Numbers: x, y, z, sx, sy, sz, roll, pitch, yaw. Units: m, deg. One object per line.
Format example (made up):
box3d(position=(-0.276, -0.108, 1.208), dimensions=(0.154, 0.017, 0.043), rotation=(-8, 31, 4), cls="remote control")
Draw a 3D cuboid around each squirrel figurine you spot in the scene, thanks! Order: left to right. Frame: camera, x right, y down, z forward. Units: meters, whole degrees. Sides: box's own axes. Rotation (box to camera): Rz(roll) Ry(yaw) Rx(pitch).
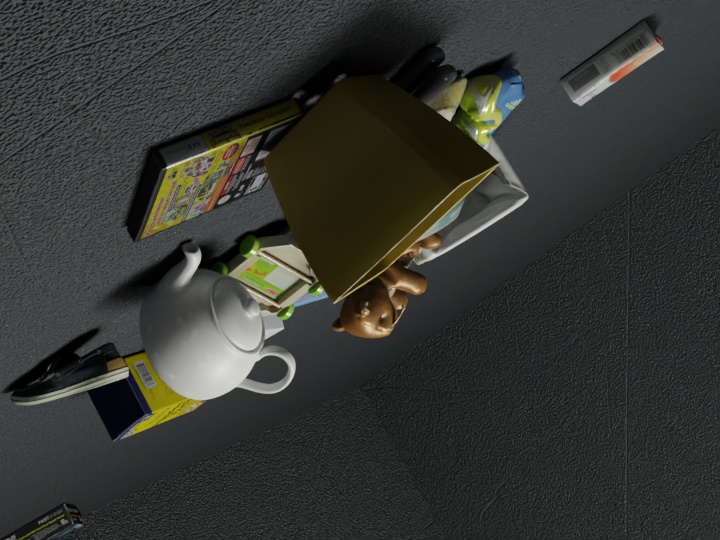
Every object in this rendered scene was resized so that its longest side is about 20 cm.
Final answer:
box3d(position=(0.000, 0.000, 1.692), dimensions=(0.141, 0.200, 0.188), rotation=(-23, -144, 53), cls="squirrel figurine")

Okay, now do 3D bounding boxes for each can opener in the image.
box3d(position=(0.034, -0.193, 1.384), dimensions=(0.067, 0.054, 0.200), rotation=(-21, 165, -45), cls="can opener")

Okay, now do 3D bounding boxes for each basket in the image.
box3d(position=(0.148, -0.111, 1.841), dimensions=(0.199, 0.136, 0.123), rotation=(-31, 175, -14), cls="basket")

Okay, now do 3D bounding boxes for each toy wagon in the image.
box3d(position=(-0.156, 0.023, 1.705), dimensions=(0.200, 0.040, 0.155), rotation=(-37, 134, 24), cls="toy wagon")

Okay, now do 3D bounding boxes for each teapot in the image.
box3d(position=(-0.200, 0.080, 1.584), dimensions=(0.145, 0.199, 0.200), rotation=(-24, 164, 24), cls="teapot")

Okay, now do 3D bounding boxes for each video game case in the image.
box3d(position=(-0.168, -0.111, 1.282), dimensions=(0.180, 0.026, 0.200), rotation=(-26, 169, -27), cls="video game case")

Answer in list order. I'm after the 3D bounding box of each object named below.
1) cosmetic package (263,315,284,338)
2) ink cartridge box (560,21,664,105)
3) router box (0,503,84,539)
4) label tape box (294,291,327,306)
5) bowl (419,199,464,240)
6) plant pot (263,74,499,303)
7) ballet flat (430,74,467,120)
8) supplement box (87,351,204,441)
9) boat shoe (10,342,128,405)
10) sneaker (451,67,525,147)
box3d(position=(-0.239, 0.109, 1.878), dimensions=(0.150, 0.052, 0.200), rotation=(-10, 168, -34), cls="cosmetic package")
box3d(position=(0.425, -0.328, 1.863), dimensions=(0.162, 0.050, 0.200), rotation=(-34, 166, 20), cls="ink cartridge box")
box3d(position=(-0.856, 0.707, 3.051), dimensions=(0.199, 0.062, 0.150), rotation=(-29, 168, -8), cls="router box")
box3d(position=(-0.091, 0.005, 1.855), dimensions=(0.143, 0.064, 0.200), rotation=(-17, 169, -2), cls="label tape box")
box3d(position=(0.066, -0.102, 1.590), dimensions=(0.200, 0.106, 0.201), rotation=(-26, -169, 6), cls="bowl")
box3d(position=(0.010, -0.110, 1.282), dimensions=(0.200, 0.177, 0.200), rotation=(-43, 176, 22), cls="plant pot")
box3d(position=(0.067, -0.181, 1.497), dimensions=(0.199, 0.071, 0.071), rotation=(-31, 170, 1), cls="ballet flat")
box3d(position=(-0.356, 0.203, 1.981), dimensions=(0.109, 0.110, 0.199), rotation=(-38, 168, 35), cls="supplement box")
box3d(position=(-0.435, 0.155, 1.680), dimensions=(0.199, 0.063, 0.075), rotation=(-18, 179, 20), cls="boat shoe")
box3d(position=(0.185, -0.222, 1.610), dimensions=(0.105, 0.076, 0.200), rotation=(-29, 168, -14), cls="sneaker")
